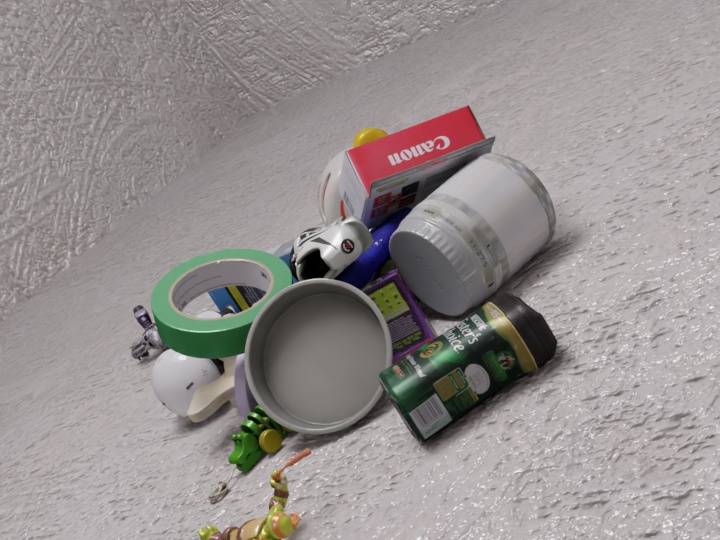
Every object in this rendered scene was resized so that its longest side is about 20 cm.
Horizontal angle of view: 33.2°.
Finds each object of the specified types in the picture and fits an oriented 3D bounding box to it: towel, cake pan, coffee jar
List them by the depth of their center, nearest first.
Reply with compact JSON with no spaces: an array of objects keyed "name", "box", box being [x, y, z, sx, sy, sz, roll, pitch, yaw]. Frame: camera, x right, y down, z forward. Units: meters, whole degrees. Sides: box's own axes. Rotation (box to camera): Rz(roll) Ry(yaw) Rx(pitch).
[{"name":"coffee jar","box":[0.125,0.108,1.397,0.200,0.085,0.104,-33,16,-3]},{"name":"cake pan","box":[-0.051,0.111,1.560,0.200,0.200,0.037,-29,-16,10]},{"name":"towel","box":[0.000,0.000,1.716,0.148,0.050,0.200,-35,10,50]}]

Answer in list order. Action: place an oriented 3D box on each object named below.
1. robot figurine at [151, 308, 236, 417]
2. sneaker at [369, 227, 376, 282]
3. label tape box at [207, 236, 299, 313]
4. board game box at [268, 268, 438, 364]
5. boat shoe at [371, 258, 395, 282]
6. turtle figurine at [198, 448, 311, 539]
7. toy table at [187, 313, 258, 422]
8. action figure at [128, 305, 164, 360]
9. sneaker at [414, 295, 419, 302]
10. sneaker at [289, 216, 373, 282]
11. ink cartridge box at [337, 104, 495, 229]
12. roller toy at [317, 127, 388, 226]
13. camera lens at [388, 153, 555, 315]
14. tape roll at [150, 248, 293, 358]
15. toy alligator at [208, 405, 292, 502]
[{"name":"robot figurine","box":[-0.241,0.144,1.895,0.125,0.150,0.200,12,34,18]},{"name":"sneaker","box":[0.005,-0.014,1.871,0.200,0.074,0.087,-59,-13,-1]},{"name":"label tape box","box":[-0.133,0.040,1.952,0.200,0.143,0.066,-20,21,35]},{"name":"board game box","box":[-0.008,0.095,1.614,0.200,0.120,0.032,-28,11,10]},{"name":"boat shoe","box":[0.074,-0.001,1.868,0.201,0.063,0.073,-48,-14,-56]},{"name":"turtle figurine","box":[-0.121,0.293,1.345,0.161,0.064,0.200,-29,23,37]},{"name":"toy table","box":[-0.169,0.132,1.735,0.117,0.184,0.200,-7,33,27]},{"name":"action figure","box":[-0.393,0.115,2.355,0.130,0.069,0.200,-26,20,-4]},{"name":"sneaker","box":[0.007,0.072,1.741,0.200,0.071,0.098,-30,16,14]},{"name":"sneaker","box":[-0.065,-0.012,1.635,0.089,0.074,0.200,-44,5,-28]},{"name":"ink cartridge box","box":[0.079,-0.155,1.743,0.200,0.084,0.176,-22,-17,-14]},{"name":"roller toy","box":[0.018,-0.125,2.079,0.182,0.200,0.140,-38,16,0]},{"name":"camera lens","box":[0.158,-0.053,1.669,0.200,0.160,0.160,-40,18,-25]},{"name":"tape roll","box":[-0.190,0.043,1.686,0.200,0.048,0.200,-6,33,4]},{"name":"toy alligator","box":[-0.143,0.222,1.606,0.200,0.054,0.059,-43,19,-32]}]
